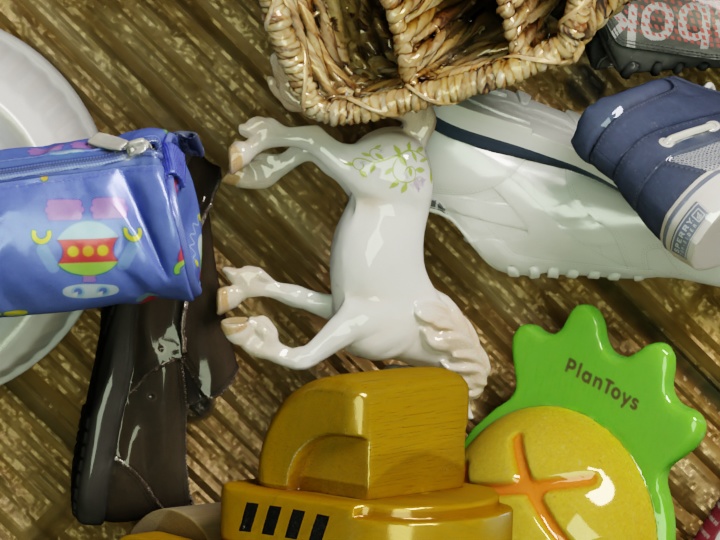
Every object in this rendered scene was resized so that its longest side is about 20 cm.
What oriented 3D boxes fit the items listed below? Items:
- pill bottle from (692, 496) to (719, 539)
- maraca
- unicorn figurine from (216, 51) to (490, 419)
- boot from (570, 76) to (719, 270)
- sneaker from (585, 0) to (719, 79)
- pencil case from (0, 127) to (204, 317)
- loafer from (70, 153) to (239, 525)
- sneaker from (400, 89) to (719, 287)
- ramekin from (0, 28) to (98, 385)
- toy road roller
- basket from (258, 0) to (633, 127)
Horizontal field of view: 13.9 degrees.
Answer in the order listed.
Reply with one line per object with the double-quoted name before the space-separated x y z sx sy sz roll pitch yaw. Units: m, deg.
"pill bottle" 0.222 0.146 1.473 0.109 0.110 0.200 31 95 -6
"maraca" 0.100 0.117 1.457 0.137 0.107 0.200 27 110 29
"unicorn figurine" 0.000 0.000 1.427 0.137 0.074 0.200 2 115 -8
"boot" 0.194 -0.063 1.438 0.090 0.200 0.073 46 125 25
"sneaker" 0.163 -0.129 1.456 0.200 0.071 0.098 28 108 -13
"pencil case" -0.168 -0.019 1.354 0.200 0.078 0.087 -6 127 -3
"loafer" -0.094 0.033 1.470 0.071 0.073 0.200 11 104 -10
"sneaker" 0.108 -0.029 1.473 0.200 0.076 0.081 23 109 -2
"ramekin" -0.222 -0.026 1.439 0.202 0.094 0.203 0 97 -4
"toy road roller" -0.017 0.116 1.412 0.200 0.123 0.146 6 95 42
"basket" 0.037 -0.179 1.335 0.143 0.149 0.200 1 117 39
